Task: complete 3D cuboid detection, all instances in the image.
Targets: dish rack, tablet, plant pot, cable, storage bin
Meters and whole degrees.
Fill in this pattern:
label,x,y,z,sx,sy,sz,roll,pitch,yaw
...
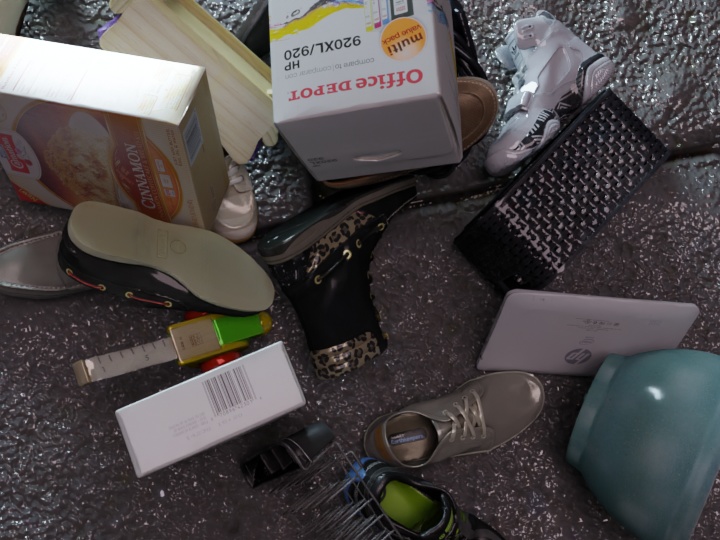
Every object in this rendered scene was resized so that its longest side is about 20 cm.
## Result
label,x,y,z,sx,sy,sz,roll,pitch,yaw
dish rack,-0.020,0.235,0.810,0.054,0.153,0.201,-34,87,-29
tablet,0.226,0.070,0.892,0.197,0.131,0.014,5,49,-8
plant pot,0.283,0.160,0.860,0.133,0.201,0.202,22,75,23
cable,0.047,-0.187,0.903,0.161,0.051,0.202,-18,104,-4
storage bin,0.203,-0.075,0.904,0.094,0.135,0.200,44,76,1

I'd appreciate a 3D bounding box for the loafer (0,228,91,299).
label,x,y,z,sx,sy,sz,roll,pitch,yaw
loafer,-0.263,-0.015,0.854,0.197,0.070,0.071,-11,81,-11

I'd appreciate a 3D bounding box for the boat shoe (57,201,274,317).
label,x,y,z,sx,sy,sz,roll,pitch,yaw
boat shoe,-0.177,-0.001,0.812,0.199,0.063,0.074,19,48,-22

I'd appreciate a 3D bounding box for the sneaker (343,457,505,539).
label,x,y,z,sx,sy,sz,roll,pitch,yaw
sneaker,0.071,0.250,0.844,0.199,0.083,0.071,36,75,-16

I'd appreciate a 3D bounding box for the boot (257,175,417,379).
label,x,y,z,sx,sy,sz,roll,pitch,yaw
boot,-0.002,0.000,0.896,0.203,0.073,0.155,-32,109,-37

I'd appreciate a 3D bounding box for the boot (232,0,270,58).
label,x,y,z,sx,sy,sz,roll,pitch,yaw
boot,-0.023,-0.237,0.943,0.199,0.066,0.166,35,89,-12

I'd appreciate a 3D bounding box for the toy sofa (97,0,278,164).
label,x,y,z,sx,sy,sz,roll,pitch,yaw
toy sofa,-0.152,-0.205,0.864,0.199,0.083,0.098,39,104,-17

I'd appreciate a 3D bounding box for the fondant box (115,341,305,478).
label,x,y,z,sx,sy,sz,roll,pitch,yaw
fondant box,-0.130,0.126,0.782,0.143,0.200,0.059,-22,82,-12

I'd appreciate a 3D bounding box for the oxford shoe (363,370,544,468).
label,x,y,z,sx,sy,sz,roll,pitch,yaw
oxford shoe,0.100,0.153,0.888,0.197,0.058,0.076,-15,80,-13

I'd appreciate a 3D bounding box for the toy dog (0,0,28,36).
label,x,y,z,sx,sy,sz,roll,pitch,yaw
toy dog,-0.358,-0.282,0.858,0.194,0.139,0.200,44,76,-12

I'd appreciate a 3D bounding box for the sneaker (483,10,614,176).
label,x,y,z,sx,sy,sz,roll,pitch,yaw
sneaker,0.178,-0.196,0.957,0.115,0.075,0.200,46,71,2

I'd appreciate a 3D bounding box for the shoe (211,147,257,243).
label,x,y,z,sx,sy,sz,roll,pitch,yaw
shoe,-0.161,-0.122,0.899,0.069,0.053,0.202,-24,84,-12

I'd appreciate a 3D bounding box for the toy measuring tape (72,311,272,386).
label,x,y,z,sx,sy,sz,roll,pitch,yaw
toy measuring tape,-0.176,0.076,0.841,0.198,0.073,0.074,-16,82,-28

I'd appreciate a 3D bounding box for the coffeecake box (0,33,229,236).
label,x,y,z,sx,sy,sz,roll,pitch,yaw
coffeecake box,-0.233,-0.121,0.808,0.197,0.154,0.074,11,57,9

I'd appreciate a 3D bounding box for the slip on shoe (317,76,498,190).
label,x,y,z,sx,sy,sz,roll,pitch,yaw
slip on shoe,0.045,-0.132,0.869,0.197,0.061,0.077,-17,108,4

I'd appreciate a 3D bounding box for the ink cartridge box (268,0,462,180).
label,x,y,z,sx,sy,sz,roll,pitch,yaw
ink cartridge box,0.006,-0.203,0.786,0.145,0.145,0.203,-7,74,13
